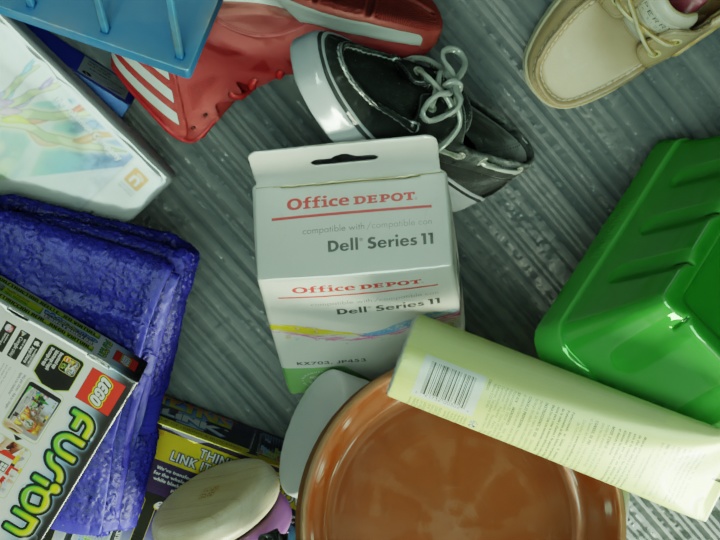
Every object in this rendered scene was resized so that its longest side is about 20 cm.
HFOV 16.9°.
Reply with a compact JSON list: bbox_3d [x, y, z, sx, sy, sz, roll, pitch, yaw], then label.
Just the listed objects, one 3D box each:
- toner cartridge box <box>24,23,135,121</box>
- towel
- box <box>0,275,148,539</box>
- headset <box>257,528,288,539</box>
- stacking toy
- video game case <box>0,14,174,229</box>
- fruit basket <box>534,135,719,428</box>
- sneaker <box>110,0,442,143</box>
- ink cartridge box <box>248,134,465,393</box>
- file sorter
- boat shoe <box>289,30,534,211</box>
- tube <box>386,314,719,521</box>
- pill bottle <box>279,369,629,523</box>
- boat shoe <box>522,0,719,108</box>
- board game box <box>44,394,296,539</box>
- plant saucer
[{"bbox_3d":[-0.231,-0.052,1.500,0.095,0.043,0.200,32,106,-7],"label":"toner cartridge box"},{"bbox_3d":[-0.188,0.061,1.468,0.148,0.050,0.200,13,110,-6],"label":"towel"},{"bbox_3d":[-0.224,0.112,1.448,0.110,0.035,0.200,31,108,-5],"label":"box"},{"bbox_3d":[0.027,0.208,1.472,0.200,0.094,0.123,8,153,-31],"label":"headset"},{"bbox_3d":[-0.049,0.219,1.508,0.085,0.085,0.200,-25,110,9],"label":"stacking toy"},{"bbox_3d":[-0.245,-0.066,1.462,0.182,0.022,0.200,-42,102,13],"label":"video game case"},{"bbox_3d":[0.189,0.035,1.460,0.216,0.216,0.156,-43,101,14],"label":"fruit basket"},{"bbox_3d":[-0.056,-0.132,1.465,0.200,0.078,0.116,13,122,2],"label":"sneaker"},{"bbox_3d":[0.000,0.000,1.434,0.117,0.067,0.200,-5,152,4],"label":"ink cartridge box"},{"bbox_3d":[-0.167,-0.222,1.359,0.200,0.123,0.139,19,73,6],"label":"file sorter"},{"bbox_3d":[0.036,-0.093,1.413,0.068,0.074,0.199,-24,144,25],"label":"boat shoe"},{"bbox_3d":[0.115,0.084,1.369,0.200,0.058,0.052,21,87,4],"label":"tube"},{"bbox_3d":[0.056,0.132,1.491,0.200,0.111,0.111,23,108,-21],"label":"pill bottle"},{"bbox_3d":[0.179,-0.165,1.435,0.200,0.069,0.074,-40,102,13],"label":"boat shoe"},{"bbox_3d":[-0.119,0.173,1.562,0.200,0.057,0.165,21,105,-5],"label":"board game box"},{"bbox_3d":[0.058,0.149,1.411,0.200,0.032,0.200,2,81,-16],"label":"plant saucer"}]
